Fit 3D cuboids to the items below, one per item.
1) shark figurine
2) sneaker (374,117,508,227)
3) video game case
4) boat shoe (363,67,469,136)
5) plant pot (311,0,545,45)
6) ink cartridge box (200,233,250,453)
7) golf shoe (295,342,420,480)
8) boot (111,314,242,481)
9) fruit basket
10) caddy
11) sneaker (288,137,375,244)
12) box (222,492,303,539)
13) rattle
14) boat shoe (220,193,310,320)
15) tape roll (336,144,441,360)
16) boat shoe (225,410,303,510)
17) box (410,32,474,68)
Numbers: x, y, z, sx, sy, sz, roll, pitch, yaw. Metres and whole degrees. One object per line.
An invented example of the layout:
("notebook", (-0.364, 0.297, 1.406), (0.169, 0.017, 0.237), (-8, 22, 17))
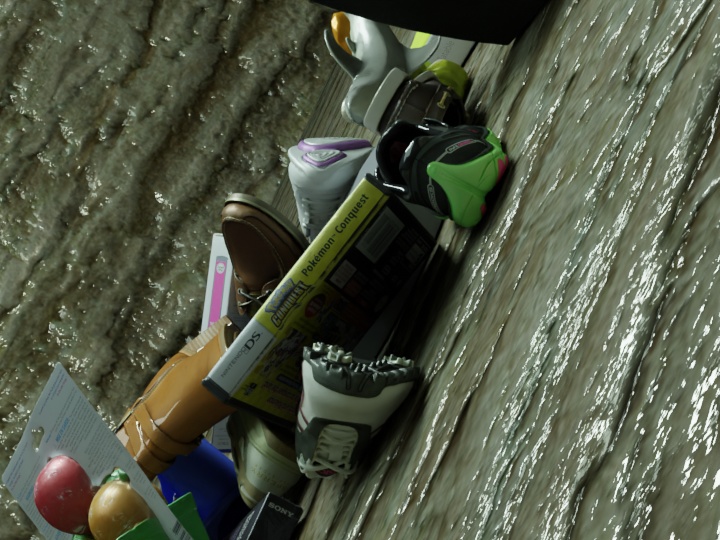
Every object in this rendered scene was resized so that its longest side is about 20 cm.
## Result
("shark figurine", (0.022, -0.202, 1.787), (0.089, 0.128, 0.216), (-23, 57, 20))
("sneaker", (0.052, -0.080, 1.481), (0.077, 0.083, 0.200), (-62, 6, 0))
("video game case", (-0.024, 0.027, 1.486), (0.181, 0.025, 0.200), (-52, -14, 0))
("boat shoe", (0.055, -0.125, 1.723), (0.072, 0.059, 0.200), (-61, -10, 6))
("plant pot", (0.086, -0.295, 1.678), (0.201, 0.176, 0.200), (-65, 7, -21))
("ink cartridge box", (-0.108, 0.068, 1.953), (0.094, 0.037, 0.202), (5, -89, -54))
("golf shoe", (-0.007, 0.095, 1.379), (0.200, 0.076, 0.089), (114, 166, -83))
("boot", (-0.143, 0.114, 1.681), (0.155, 0.077, 0.200), (-45, 18, -2))
("fruit basket", (-0.199, 0.193, 1.655), (0.093, 0.201, 0.186), (-22, -23, -37))
("caddy", (-0.149, 0.227, 1.813), (0.142, 0.105, 0.200), (-49, -10, -14))
("sneaker", (-0.022, -0.067, 1.831), (0.200, 0.074, 0.101), (-18, -71, -85))
("box", (-0.107, 0.262, 1.625), (0.144, 0.036, 0.200), (-66, 7, -24))
("rattle", (0.005, -0.140, 1.928), (0.200, 0.142, 0.131), (148, 133, -69))
("boat shoe", (-0.077, 0.016, 1.896), (0.068, 0.071, 0.201), (-60, -41, -29))
("tape roll", (0.000, 0.000, 1.684), (0.201, 0.066, 0.200), (-62, 7, 12))
("boat shoe", (-0.081, 0.148, 1.736), (0.063, 0.073, 0.201), (-58, 13, 2))
("box", (0.102, -0.262, 2.019), (0.200, 0.047, 0.122), (-58, 9, 43))
